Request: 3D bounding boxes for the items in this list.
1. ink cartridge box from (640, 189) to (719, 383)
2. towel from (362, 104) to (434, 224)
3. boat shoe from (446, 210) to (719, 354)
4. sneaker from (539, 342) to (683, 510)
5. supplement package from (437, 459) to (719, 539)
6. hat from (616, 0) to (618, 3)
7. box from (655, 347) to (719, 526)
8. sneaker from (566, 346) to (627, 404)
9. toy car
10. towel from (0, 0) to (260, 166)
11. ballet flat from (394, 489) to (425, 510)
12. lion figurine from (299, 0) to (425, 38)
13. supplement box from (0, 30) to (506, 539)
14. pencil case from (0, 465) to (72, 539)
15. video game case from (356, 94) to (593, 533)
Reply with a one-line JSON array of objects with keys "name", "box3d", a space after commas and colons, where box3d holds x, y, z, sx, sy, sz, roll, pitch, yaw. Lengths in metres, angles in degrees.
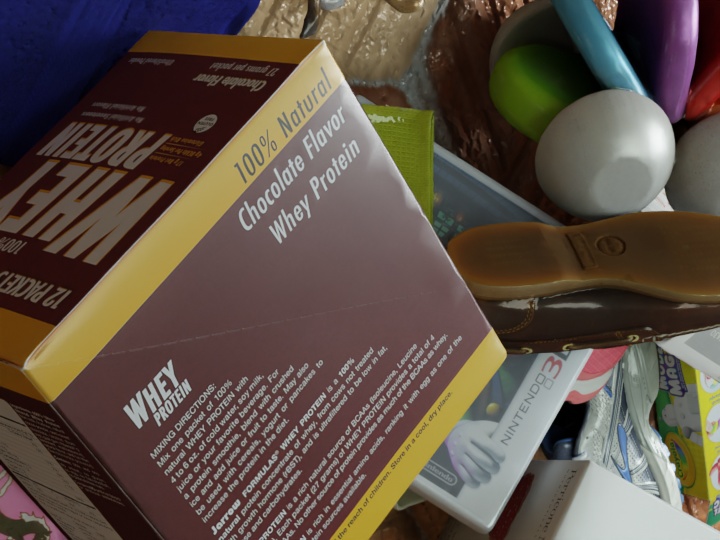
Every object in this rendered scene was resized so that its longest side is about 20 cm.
[{"name": "ink cartridge box", "box3d": [0.205, -0.006, 1.056, 0.050, 0.200, 0.161, -46, 135, 17]}, {"name": "towel", "box3d": [0.000, 0.000, 0.907, 0.086, 0.018, 0.201, 5, 74, -12]}, {"name": "boat shoe", "box3d": [0.140, 0.011, 0.909, 0.199, 0.071, 0.071, 0, 133, -6]}, {"name": "sneaker", "box3d": [0.161, 0.125, 1.106, 0.085, 0.077, 0.201, -18, 102, -26]}, {"name": "supplement package", "box3d": [0.126, 0.193, 0.976, 0.119, 0.200, 0.122, 30, 77, -10]}, {"name": "hat", "box3d": [0.129, -0.228, 1.039, 0.165, 0.176, 0.200, -27, 73, -40]}, {"name": "box", "box3d": [0.273, 0.081, 1.197, 0.117, 0.048, 0.201, -22, 109, -36]}, {"name": "sneaker", "box3d": [0.088, 0.030, 0.985, 0.199, 0.087, 0.074, 3, 54, -31]}, {"name": "toy car", "box3d": [0.180, -0.123, 0.965, 0.199, 0.175, 0.150, 6, 126, -16]}, {"name": "towel", "box3d": [-0.158, -0.116, 0.773, 0.200, 0.050, 0.148, 9, 124, -43]}, {"name": "ballet flat", "box3d": [0.021, 0.119, 0.989, 0.199, 0.068, 0.076, -12, 126, -39]}, {"name": "lion figurine", "box3d": [0.035, -0.221, 0.893, 0.200, 0.072, 0.123, -32, 130, -13]}, {"name": "supplement box", "box3d": [-0.071, 0.029, 0.742, 0.197, 0.133, 0.200, -50, 127, -24]}, {"name": "pencil case", "box3d": [-0.184, 0.072, 0.794, 0.083, 0.086, 0.201, -36, 119, -51]}, {"name": "video game case", "box3d": [0.034, 0.023, 0.931, 0.200, 0.023, 0.182, 32, 74, 0]}]
